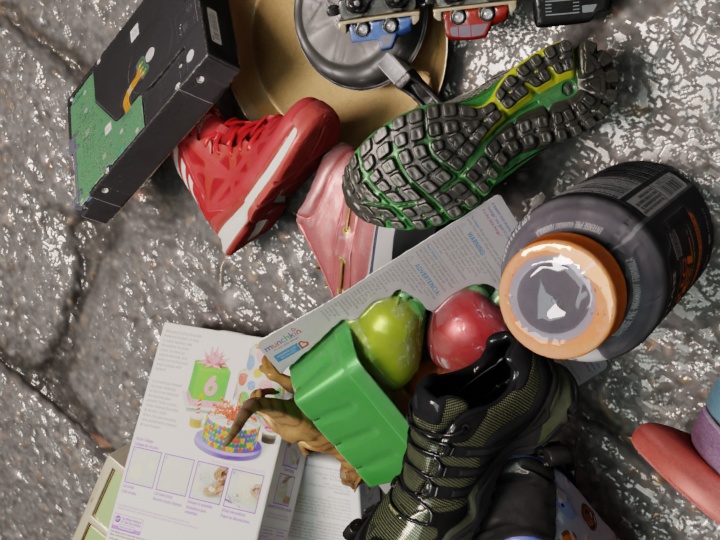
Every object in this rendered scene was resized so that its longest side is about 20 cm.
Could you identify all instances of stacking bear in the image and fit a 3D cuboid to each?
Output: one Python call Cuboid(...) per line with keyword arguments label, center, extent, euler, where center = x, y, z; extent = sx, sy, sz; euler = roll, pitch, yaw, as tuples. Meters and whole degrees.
Cuboid(label="stacking bear", center=(0.292, 0.073, 0.714), extent=(0.200, 0.121, 0.114), euler=(-58, 33, 15))

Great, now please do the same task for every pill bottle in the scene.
Cuboid(label="pill bottle", center=(0.156, -0.005, 0.713), extent=(0.106, 0.200, 0.107), euler=(8, 107, 27))

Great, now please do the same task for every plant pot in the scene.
Cuboid(label="plant pot", center=(-0.019, -0.179, 0.863), extent=(0.199, 0.027, 0.201), euler=(8, 108, 27))

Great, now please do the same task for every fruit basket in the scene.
Cuboid(label="fruit basket", center=(0.055, 0.059, 0.807), extent=(0.200, 0.094, 0.185), euler=(-36, 121, 5))

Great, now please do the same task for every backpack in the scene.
Cuboid(label="backpack", center=(0.114, 0.242, 0.812), extent=(0.200, 0.154, 0.190), euler=(-27, 131, 33))

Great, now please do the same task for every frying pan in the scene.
Cuboid(label="frying pan", center=(0.007, -0.156, 0.826), extent=(0.115, 0.031, 0.191), euler=(-17, 92, 31))

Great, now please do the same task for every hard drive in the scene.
Cuboid(label="hard drive", center=(-0.174, -0.150, 0.906), extent=(0.200, 0.038, 0.140), euler=(-42, 45, 31))

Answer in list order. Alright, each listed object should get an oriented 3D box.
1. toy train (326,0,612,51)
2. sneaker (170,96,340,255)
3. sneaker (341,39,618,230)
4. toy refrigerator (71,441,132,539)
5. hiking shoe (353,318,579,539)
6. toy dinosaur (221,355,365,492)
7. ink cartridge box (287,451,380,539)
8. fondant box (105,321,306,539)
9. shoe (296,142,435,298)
Cuboid(label="toy train", center=(0.076, -0.183, 0.772), extent=(0.199, 0.034, 0.046), euler=(-4, 111, 7))
Cuboid(label="sneaker", center=(-0.099, -0.098, 0.866), extent=(0.116, 0.078, 0.200), euler=(49, 141, 4))
Cuboid(label="sneaker", center=(0.081, -0.088, 0.768), extent=(0.199, 0.085, 0.078), euler=(-25, 93, 1))
Cuboid(label="toy refrigerator", center=(-0.230, 0.262, 1.070), extent=(0.076, 0.070, 0.200), euler=(36, 117, 16))
Cuboid(label="hiking shoe", center=(0.052, 0.117, 0.741), extent=(0.101, 0.200, 0.076), euler=(47, 170, -32))
Cuboid(label="toy dinosaur", center=(-0.050, 0.106, 0.824), extent=(0.060, 0.200, 0.106), euler=(-49, 49, 2))
Cuboid(label="ink cartridge box", center=(-0.060, 0.244, 0.987), extent=(0.162, 0.057, 0.201), euler=(5, 109, 27))
Cuboid(label="fondant box", center=(-0.120, 0.154, 0.936), extent=(0.144, 0.058, 0.201), euler=(7, 77, 27))
Cuboid(label="shoe", center=(0.000, 0.000, 0.870), extent=(0.091, 0.071, 0.201), euler=(32, 131, 30))
